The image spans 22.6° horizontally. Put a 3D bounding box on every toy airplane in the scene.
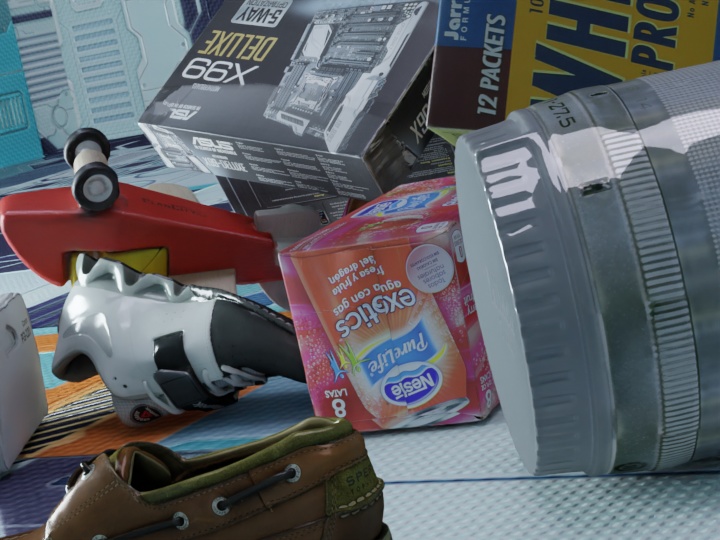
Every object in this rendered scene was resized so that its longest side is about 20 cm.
[{"bbox_3d":[-0.119,0.002,1.193,0.199,0.141,0.200,30,21,21],"label":"toy airplane"}]

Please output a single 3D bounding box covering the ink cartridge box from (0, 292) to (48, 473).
[{"bbox_3d":[-0.292,0.080,1.037,0.200,0.085,0.146,-14,9,2],"label":"ink cartridge box"}]

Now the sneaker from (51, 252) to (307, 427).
[{"bbox_3d":[-0.095,0.054,1.019,0.200,0.089,0.074,12,-14,38],"label":"sneaker"}]

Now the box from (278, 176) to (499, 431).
[{"bbox_3d":[0.042,0.011,0.974,0.095,0.100,0.200,-8,10,21],"label":"box"}]

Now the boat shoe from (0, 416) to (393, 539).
[{"bbox_3d":[-0.086,0.098,0.703,0.200,0.068,0.072,-11,11,12],"label":"boat shoe"}]

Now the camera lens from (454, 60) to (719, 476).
[{"bbox_3d":[0.152,-0.006,0.745,0.200,0.160,0.160,-12,9,-2],"label":"camera lens"}]

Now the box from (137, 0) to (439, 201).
[{"bbox_3d":[-0.030,-0.130,1.215,0.200,0.050,0.158,12,58,37],"label":"box"}]

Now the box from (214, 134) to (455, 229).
[{"bbox_3d":[0.009,-0.061,1.290,0.200,0.159,0.048,-9,44,19],"label":"box"}]

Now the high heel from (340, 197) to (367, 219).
[{"bbox_3d":[0.000,0.000,1.106,0.067,0.096,0.200,-9,9,16],"label":"high heel"}]

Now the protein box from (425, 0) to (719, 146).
[{"bbox_3d":[0.162,-0.125,1.031,0.200,0.135,0.199,5,-3,16],"label":"protein box"}]
